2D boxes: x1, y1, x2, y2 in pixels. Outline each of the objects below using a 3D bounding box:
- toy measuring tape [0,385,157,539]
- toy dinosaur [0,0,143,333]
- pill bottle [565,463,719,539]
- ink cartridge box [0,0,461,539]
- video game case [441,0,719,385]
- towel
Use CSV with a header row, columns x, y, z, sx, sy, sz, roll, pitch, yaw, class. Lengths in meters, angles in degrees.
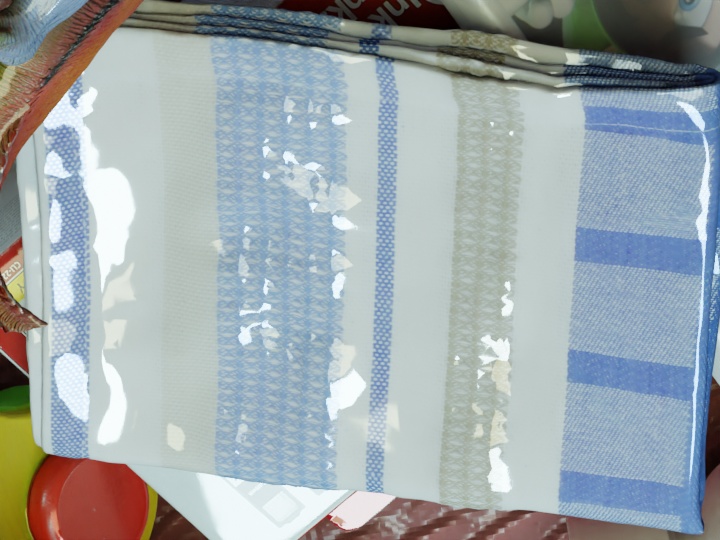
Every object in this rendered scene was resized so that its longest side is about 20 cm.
x,y,z,sx,sy,sz,roll,pitch,yaw,class
-0.112,0.037,0.893,0.073,0.074,0.201,-18,108,7,toy measuring tape
-0.064,-0.119,0.747,0.105,0.181,0.201,26,133,35,toy dinosaur
0.170,0.105,0.906,0.199,0.110,0.110,-10,116,3,pill bottle
0.010,-0.013,0.859,0.200,0.084,0.176,-41,111,16,ink cartridge box
0.135,-0.068,0.809,0.182,0.023,0.200,-43,109,-18,video game case
0.000,0.000,0.780,0.199,0.024,0.147,7,118,10,towel
